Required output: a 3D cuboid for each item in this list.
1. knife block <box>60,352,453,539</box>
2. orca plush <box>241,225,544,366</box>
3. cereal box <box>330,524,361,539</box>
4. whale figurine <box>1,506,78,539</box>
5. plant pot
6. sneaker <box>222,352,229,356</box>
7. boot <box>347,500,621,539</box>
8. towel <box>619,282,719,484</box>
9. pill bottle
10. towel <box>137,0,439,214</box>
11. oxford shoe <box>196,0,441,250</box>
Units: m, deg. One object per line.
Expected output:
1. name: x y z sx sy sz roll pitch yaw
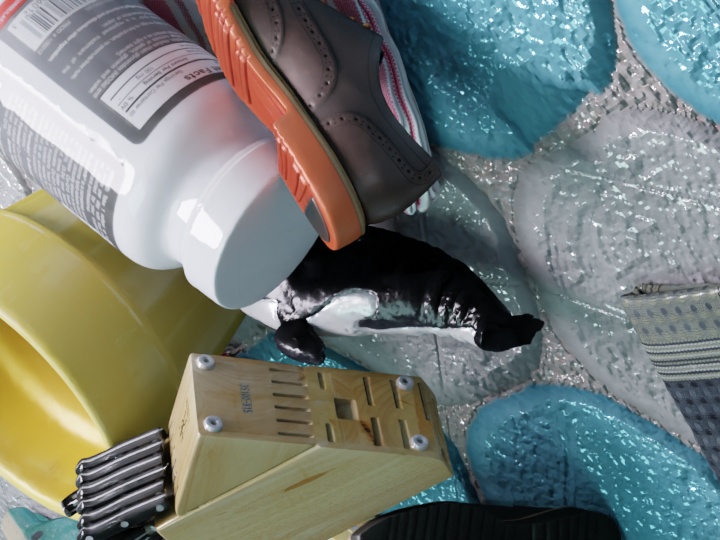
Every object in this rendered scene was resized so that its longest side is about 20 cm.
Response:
1. knife block: -0.066 0.134 1.009 0.198 0.064 0.177 6 130 -16
2. orca plush: 0.000 0.000 0.981 0.199 0.105 0.072 23 139 46
3. cereal box: 0.006 0.251 1.330 0.143 0.040 0.201 29 144 24
4. whale figurine: -0.261 0.267 1.626 0.160 0.103 0.200 57 171 -20
5. plant pot: -0.160 0.022 1.116 0.200 0.189 0.202 29 145 23
6. sneaker: -0.067 0.108 1.224 0.108 0.067 0.201 52 150 -16
7. boot: 0.041 0.172 1.077 0.199 0.078 0.138 10 175 -38
8. towel: 0.240 0.076 0.877 0.199 0.034 0.194 -8 118 55
9. pill bottle: -0.118 -0.073 0.977 0.199 0.116 0.116 37 148 22
10. towel: -0.051 -0.108 0.994 0.199 0.030 0.147 13 136 41
11. oxford shoe: -0.030 -0.110 0.897 0.201 0.072 0.071 62 171 12
